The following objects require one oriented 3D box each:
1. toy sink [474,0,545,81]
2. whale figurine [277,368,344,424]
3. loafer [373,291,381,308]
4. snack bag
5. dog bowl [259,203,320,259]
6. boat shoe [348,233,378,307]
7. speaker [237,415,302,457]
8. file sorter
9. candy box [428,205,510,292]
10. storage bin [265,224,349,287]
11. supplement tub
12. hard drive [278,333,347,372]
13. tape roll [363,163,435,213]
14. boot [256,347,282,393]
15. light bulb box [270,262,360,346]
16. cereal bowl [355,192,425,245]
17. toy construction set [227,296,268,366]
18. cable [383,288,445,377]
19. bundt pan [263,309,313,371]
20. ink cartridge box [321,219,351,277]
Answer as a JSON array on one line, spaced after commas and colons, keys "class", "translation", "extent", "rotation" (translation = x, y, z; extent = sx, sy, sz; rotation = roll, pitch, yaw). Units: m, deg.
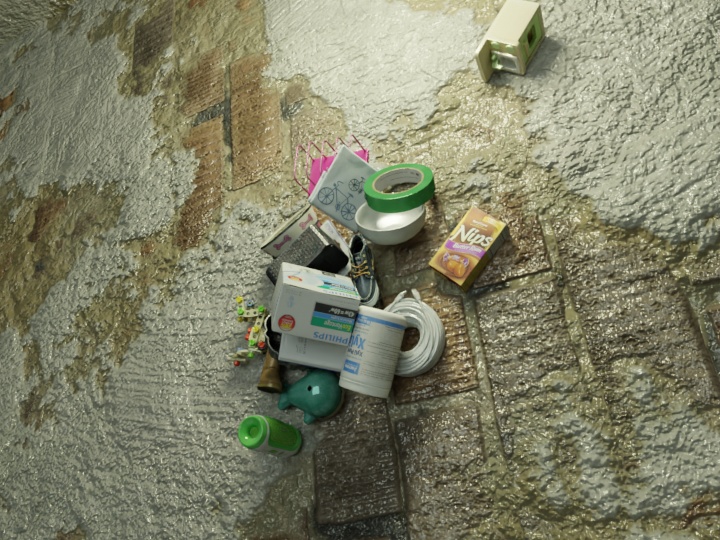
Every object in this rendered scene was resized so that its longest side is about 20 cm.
[{"class": "toy sink", "translation": [0.434, -0.647, 1.696], "extent": [0.112, 0.130, 0.201], "rotation": [28, 82, 32]}, {"class": "whale figurine", "translation": [-0.143, 0.325, 1.573], "extent": [0.198, 0.104, 0.161], "rotation": [-7, 66, 24]}, {"class": "loafer", "translation": [-0.028, 0.108, 1.648], "extent": [0.199, 0.063, 0.072], "rotation": [-24, 91, 20]}, {"class": "snack bag", "translation": [-0.036, -0.238, 1.717], "extent": [0.201, 0.188, 0.021], "rotation": [-61, 32, -2]}, {"class": "dog bowl", "translation": [-0.201, -0.106, 1.752], "extent": [0.200, 0.200, 0.074], "rotation": [-40, 101, 6]}, {"class": "boat shoe", "translation": [0.000, 0.000, 1.585], "extent": [0.070, 0.091, 0.202], "rotation": [-14, 50, 11]}, {"class": "speaker", "translation": [-0.227, 0.425, 1.513], "extent": [0.088, 0.200, 0.089], "rotation": [-10, 64, 21]}, {"class": "file sorter", "translation": [-0.092, -0.323, 1.816], "extent": [0.198, 0.125, 0.140], "rotation": [-6, 67, 24]}, {"class": "candy box", "translation": [0.286, -0.058, 1.558], "extent": [0.116, 0.056, 0.201], "rotation": [35, 85, 34]}, {"class": "storage bin", "translation": [-0.146, -0.011, 1.651], "extent": [0.200, 0.135, 0.094], "rotation": [-45, 57, 3]}, {"class": "supplement tub", "translation": [0.030, 0.197, 1.450], "extent": [0.131, 0.132, 0.202], "rotation": [11, 82, 29]}, {"class": "hard drive", "translation": [-0.107, 0.191, 1.537], "extent": [0.198, 0.025, 0.133], "rotation": [13, 50, -12]}, {"class": "tape roll", "translation": [0.110, -0.234, 1.669], "extent": [0.198, 0.048, 0.201], "rotation": [-11, 34, 8]}, {"class": "boot", "translation": [-0.234, 0.233, 1.637], "extent": [0.175, 0.066, 0.202], "rotation": [154, 132, -66]}, {"class": "light bulb box", "translation": [-0.118, 0.081, 1.493], "extent": [0.200, 0.196, 0.126], "rotation": [-121, 46, -73]}, {"class": "cereal bowl", "translation": [0.088, -0.133, 1.650], "extent": [0.198, 0.084, 0.201], "rotation": [-10, 36, 8]}, {"class": "toy construction set", "translation": [-0.323, 0.183, 1.730], "extent": [0.130, 0.092, 0.202], "rotation": [10, 79, 6]}, {"class": "cable", "translation": [0.120, 0.175, 1.532], "extent": [0.200, 0.069, 0.201], "rotation": [-40, 58, 7]}, {"class": "bundt pan", "translation": [-0.167, 0.183, 1.585], "extent": [0.200, 0.076, 0.203], "rotation": [12, 50, -15]}, {"class": "ink cartridge box", "translation": [-0.116, -0.018, 1.747], "extent": [0.199, 0.047, 0.198], "rotation": [-38, 56, 4]}]
